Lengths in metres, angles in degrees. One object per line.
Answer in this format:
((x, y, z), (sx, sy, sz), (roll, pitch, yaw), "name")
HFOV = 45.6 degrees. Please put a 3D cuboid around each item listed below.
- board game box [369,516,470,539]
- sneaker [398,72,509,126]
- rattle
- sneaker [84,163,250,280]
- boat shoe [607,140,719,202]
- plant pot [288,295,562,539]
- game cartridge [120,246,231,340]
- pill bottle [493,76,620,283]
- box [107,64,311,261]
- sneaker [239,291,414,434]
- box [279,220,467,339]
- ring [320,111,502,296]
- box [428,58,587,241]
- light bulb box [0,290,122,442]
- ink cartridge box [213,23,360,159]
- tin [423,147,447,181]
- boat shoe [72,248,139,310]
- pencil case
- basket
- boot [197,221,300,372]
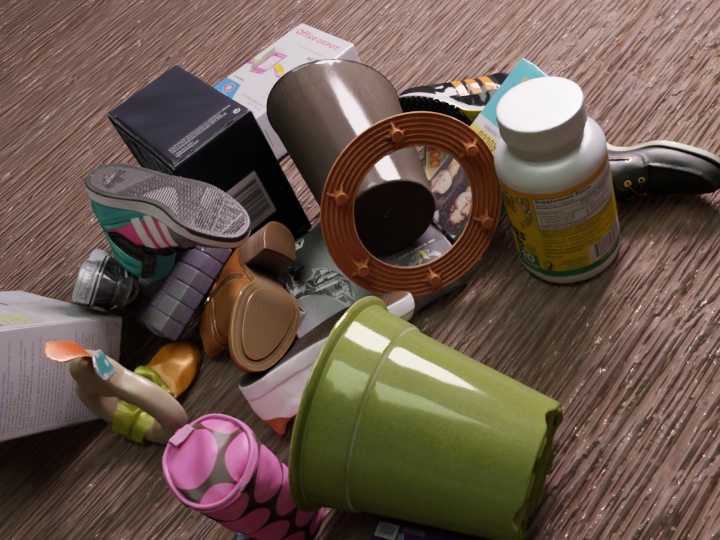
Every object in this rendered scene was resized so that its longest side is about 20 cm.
((0.083, 0.281, 0.698), (0.199, 0.032, 0.120), (6, 47, 30), "board game box")
((0.145, -0.207, 1.061), (0.199, 0.070, 0.090), (9, 48, 26), "sneaker")
((-0.234, 0.089, 0.901), (0.130, 0.201, 0.143), (21, 59, 38), "rattle")
((-0.212, -0.037, 0.964), (0.199, 0.121, 0.084), (20, 48, 16), "sneaker")
((0.295, -0.103, 0.939), (0.200, 0.074, 0.063), (11, 63, 34), "boat shoe")
((0.067, 0.144, 0.740), (0.189, 0.201, 0.201), (16, 56, 22), "plant pot")
((-0.239, 0.007, 1.054), (0.200, 0.038, 0.130), (20, 81, 55), "game cartridge")
((0.199, -0.091, 0.875), (0.112, 0.201, 0.113), (-13, 45, 13), "pill bottle")
((-0.190, -0.127, 1.090), (0.123, 0.201, 0.198), (-40, 45, -15), "box")
((-0.021, 0.097, 0.888), (0.199, 0.085, 0.073), (-31, 13, 2), "sneaker")
((0.000, 0.000, 0.991), (0.199, 0.048, 0.159), (-28, 43, -3), "box")
((0.057, -0.062, 0.880), (0.200, 0.201, 0.019), (-28, 27, -3), "ring")
((0.154, -0.129, 0.958), (0.200, 0.049, 0.082), (-53, 50, 15), "box")
((-0.410, 0.100, 0.954), (0.197, 0.200, 0.126), (9, 97, 32), "light bulb box")
((-0.108, -0.267, 1.270), (0.200, 0.085, 0.144), (-40, 45, -16), "ink cartridge box")
((0.137, -0.160, 1.090), (0.111, 0.042, 0.201), (-6, 47, 14), "tin")
((-0.304, 0.021, 1.033), (0.200, 0.071, 0.073), (-154, 85, -76), "boat shoe")
((-0.102, 0.187, 0.748), (0.091, 0.200, 0.094), (-40, 61, -10), "pencil case")
((0.000, -0.124, 0.975), (0.136, 0.179, 0.201), (-54, 43, 32), "basket")
((-0.139, 0.055, 0.944), (0.155, 0.076, 0.201), (-42, 37, 37), "boot")
